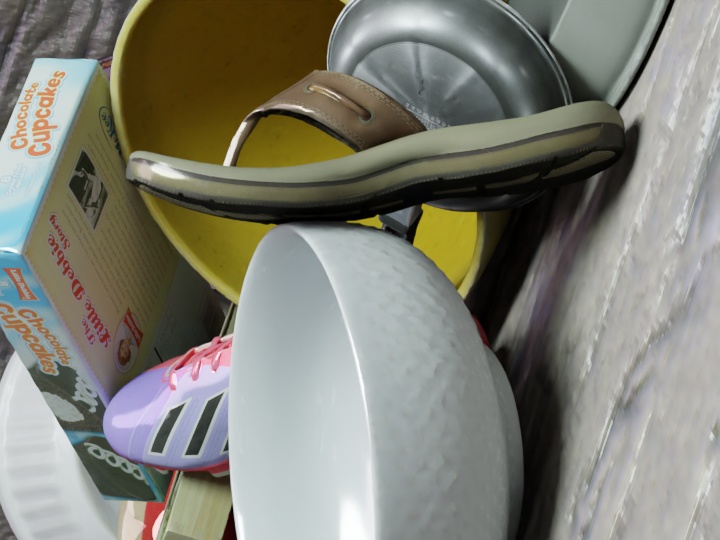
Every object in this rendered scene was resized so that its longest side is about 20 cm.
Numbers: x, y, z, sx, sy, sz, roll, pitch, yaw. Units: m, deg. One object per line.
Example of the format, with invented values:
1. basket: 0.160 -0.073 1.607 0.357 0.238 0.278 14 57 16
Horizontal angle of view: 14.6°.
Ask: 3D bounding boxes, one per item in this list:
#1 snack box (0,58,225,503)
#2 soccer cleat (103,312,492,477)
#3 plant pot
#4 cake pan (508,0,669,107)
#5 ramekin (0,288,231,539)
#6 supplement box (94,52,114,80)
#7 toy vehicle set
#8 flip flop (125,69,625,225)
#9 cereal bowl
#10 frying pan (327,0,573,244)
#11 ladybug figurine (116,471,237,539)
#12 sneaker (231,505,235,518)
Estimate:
1. snack box: -0.124 0.008 1.343 0.200 0.037 0.117 67 -148 -47
2. soccer cleat: -0.035 0.044 1.266 0.077 0.199 0.067 58 -145 -39
3. plant pot: 0.005 -0.085 1.308 0.142 0.200 0.200 -45 -15 -44
4. cake pan: 0.105 -0.159 1.193 0.200 0.037 0.201 -165 90 -82
5. ramekin: -0.105 0.100 1.613 0.094 0.201 0.204 -14 60 65
6. supplement box: -0.125 -0.060 1.623 0.200 0.085 0.111 -129 18 -74
7. toy vehicle set: -0.071 0.085 1.392 0.125 0.026 0.201 113 174 -49
8. flip flop: 0.005 -0.054 1.122 0.081 0.199 0.058 33 -131 -81
9. cereal bowl: 0.011 0.079 1.136 0.200 0.083 0.201 178 90 -71
10. frying pan: 0.013 -0.053 1.200 0.190 0.115 0.031 -39 8 43
11. ladybug figurine: -0.061 0.129 1.509 0.072 0.136 0.201 -17 41 41
12. sneaker: -0.014 0.108 1.325 0.076 0.087 0.201 -107 34 -78
